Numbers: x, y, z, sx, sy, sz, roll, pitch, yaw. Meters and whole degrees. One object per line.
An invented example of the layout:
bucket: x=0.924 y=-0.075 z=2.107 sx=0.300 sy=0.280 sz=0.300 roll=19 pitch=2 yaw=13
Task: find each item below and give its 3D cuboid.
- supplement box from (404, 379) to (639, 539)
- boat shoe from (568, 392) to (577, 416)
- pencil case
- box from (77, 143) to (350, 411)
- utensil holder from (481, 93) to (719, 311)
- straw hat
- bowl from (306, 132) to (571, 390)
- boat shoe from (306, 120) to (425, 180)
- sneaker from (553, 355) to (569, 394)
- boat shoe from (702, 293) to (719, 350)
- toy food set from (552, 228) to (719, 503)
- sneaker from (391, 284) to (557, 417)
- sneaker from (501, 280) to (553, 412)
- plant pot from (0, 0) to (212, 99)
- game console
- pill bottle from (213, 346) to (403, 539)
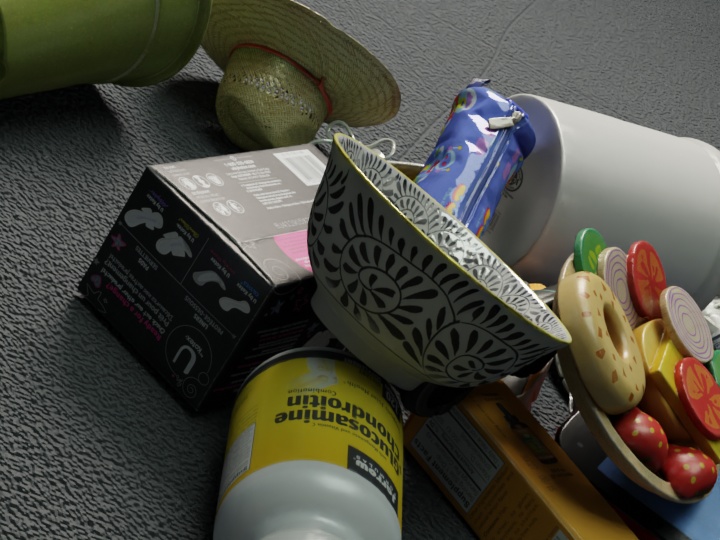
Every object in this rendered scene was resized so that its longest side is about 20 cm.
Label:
supplement box: x=0.115 y=0.160 z=1.426 sx=0.066 sy=0.069 sz=0.200 roll=1 pitch=43 yaw=-49
boat shoe: x=0.191 y=0.138 z=1.547 sx=0.071 sy=0.068 sz=0.201 roll=-1 pitch=52 yaw=-10
pencil case: x=0.075 y=-0.059 z=1.635 sx=0.078 sy=0.087 sz=0.201 roll=38 pitch=56 yaw=-11
box: x=-0.073 y=0.000 z=1.421 sx=0.132 sy=0.115 sz=0.200 roll=43 pitch=26 yaw=20
utensil holder: x=0.201 y=-0.053 z=1.769 sx=0.199 sy=0.170 sz=0.170 roll=15 pitch=32 yaw=-33
straw hat: x=-0.072 y=-0.140 z=1.683 sx=0.200 sy=0.201 sz=0.085 roll=28 pitch=68 yaw=-12
bowl: x=0.030 y=0.013 z=1.305 sx=0.200 sy=0.094 sz=0.201 roll=40 pitch=8 yaw=-7
boat shoe: x=-0.004 y=-0.077 z=1.661 sx=0.201 sy=0.086 sz=0.075 roll=9 pitch=35 yaw=-42
sneaker: x=0.231 y=0.097 z=1.638 sx=0.078 sy=0.089 sz=0.200 roll=5 pitch=39 yaw=-47
boat shoe: x=0.359 y=0.041 z=1.880 sx=0.201 sy=0.075 sz=0.086 roll=-6 pitch=61 yaw=-43
toy food set: x=0.200 y=0.065 z=1.432 sx=0.200 sy=0.049 sz=0.198 roll=54 pitch=31 yaw=-13
sneaker: x=0.083 y=0.036 z=1.439 sx=0.079 sy=0.076 sz=0.199 roll=42 pitch=36 yaw=26
sneaker: x=0.101 y=0.063 z=1.574 sx=0.077 sy=0.079 sz=0.200 roll=20 pitch=22 yaw=-7
plant pot: x=-0.245 y=-0.206 z=1.521 sx=0.200 sy=0.201 sz=0.190 roll=41 pitch=40 yaw=15
game console: x=0.253 y=0.144 z=1.487 sx=0.200 sy=0.031 sz=0.177 roll=37 pitch=52 yaw=17
pill bottle: x=-0.030 y=0.141 z=1.234 sx=0.112 sy=0.112 sz=0.200 roll=27 pitch=27 yaw=-13
